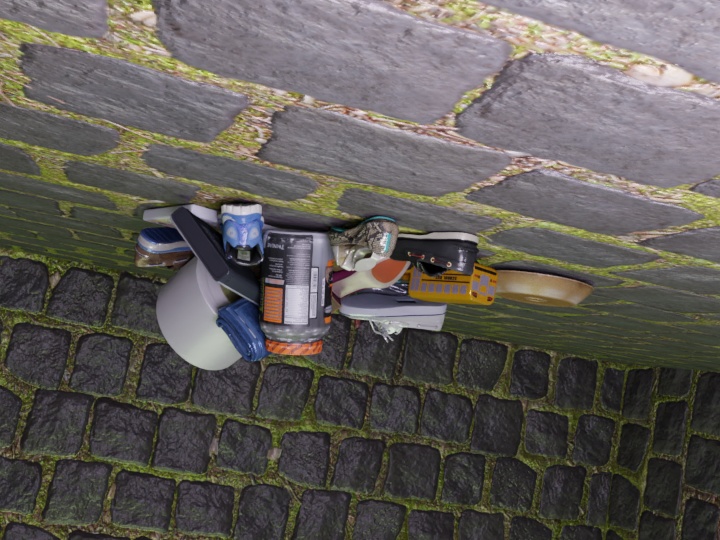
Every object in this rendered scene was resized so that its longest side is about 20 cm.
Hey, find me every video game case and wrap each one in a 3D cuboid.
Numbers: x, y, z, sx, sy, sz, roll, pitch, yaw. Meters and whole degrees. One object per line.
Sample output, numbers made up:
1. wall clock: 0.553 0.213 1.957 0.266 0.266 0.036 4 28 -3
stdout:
1. video game case: -0.265 -0.081 1.475 0.181 0.023 0.199 15 172 -37

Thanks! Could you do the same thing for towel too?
1. towel: -0.165 0.087 1.478 0.049 0.112 0.200 -43 173 30

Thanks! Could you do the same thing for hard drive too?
1. hard drive: -0.228 -0.020 1.365 0.140 0.033 0.200 51 -179 17

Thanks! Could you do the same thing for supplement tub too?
1. supplement tub: -0.107 0.034 1.382 0.121 0.202 0.123 3 -175 0

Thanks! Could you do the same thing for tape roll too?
1. tape roll: -0.263 0.068 1.558 0.202 0.204 0.139 16 138 -44

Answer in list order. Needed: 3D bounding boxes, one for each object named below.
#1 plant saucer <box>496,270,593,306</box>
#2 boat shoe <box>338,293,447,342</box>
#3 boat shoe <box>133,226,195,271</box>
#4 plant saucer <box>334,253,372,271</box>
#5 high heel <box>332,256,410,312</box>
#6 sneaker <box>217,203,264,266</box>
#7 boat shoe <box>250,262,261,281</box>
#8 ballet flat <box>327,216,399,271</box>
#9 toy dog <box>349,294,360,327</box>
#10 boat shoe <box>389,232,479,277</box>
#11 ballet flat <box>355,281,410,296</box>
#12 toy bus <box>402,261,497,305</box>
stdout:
1. plant saucer: 0.323 0.037 1.514 0.199 0.036 0.200 9 173 1
2. boat shoe: 0.057 0.093 1.517 0.200 0.087 0.075 0 -159 -15
3. boat shoe: -0.349 -0.041 1.553 0.072 0.073 0.199 44 -157 25
4. plant saucer: -0.011 -0.019 1.584 0.199 0.036 0.200 10 174 1
5. high heel: 0.000 0.000 1.469 0.199 0.068 0.096 -28 -151 8
6. sneaker: -0.191 -0.050 1.307 0.078 0.090 0.200 1 175 -5
7. boat shoe: -0.166 -0.010 1.518 0.198 0.073 0.065 9 171 2
8. ballet flat: -0.004 -0.036 1.253 0.067 0.076 0.200 11 174 -24
9. toy dog: -0.054 0.060 1.670 0.199 0.097 0.132 3 142 24
10. boat shoe: 0.103 -0.023 1.278 0.073 0.064 0.201 11 175 -34
11. ballet flat: 0.087 0.047 1.572 0.198 0.074 0.073 -1 176 -11
12. toy bus: 0.148 0.015 1.455 0.065 0.079 0.199 14 172 -37
